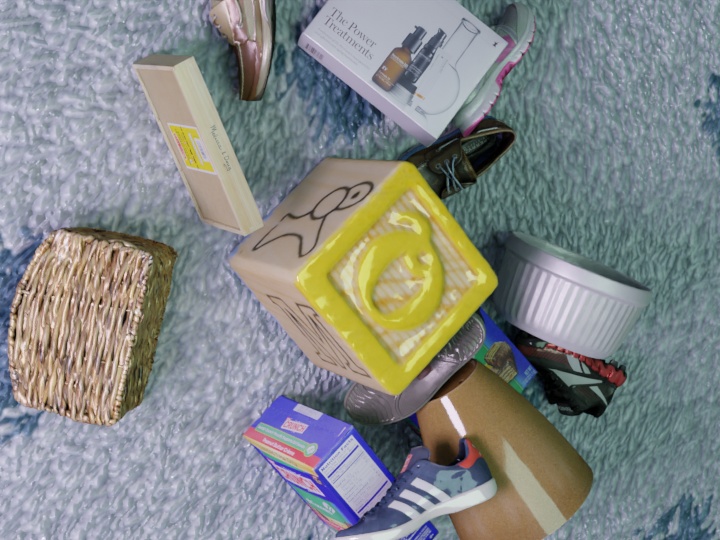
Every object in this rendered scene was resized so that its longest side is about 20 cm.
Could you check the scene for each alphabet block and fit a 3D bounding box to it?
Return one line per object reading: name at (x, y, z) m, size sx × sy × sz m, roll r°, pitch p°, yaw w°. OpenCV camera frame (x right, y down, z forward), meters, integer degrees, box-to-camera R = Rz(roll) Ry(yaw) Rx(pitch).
alphabet block at (0.000, 0.000, 1.461) m, size 0.195 × 0.200 × 0.196 m, roll -47°, pitch 114°, yaw -14°

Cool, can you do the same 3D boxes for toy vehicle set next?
toy vehicle set at (-0.178, -0.138, 1.380) m, size 0.026 × 0.124 × 0.201 m, roll -31°, pitch 114°, yaw -22°

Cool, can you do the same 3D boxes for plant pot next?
plant pot at (0.155, 0.215, 1.548) m, size 0.186 × 0.186 × 0.200 m, roll -38°, pitch 104°, yaw -19°

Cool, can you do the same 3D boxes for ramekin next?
ramekin at (0.266, 0.034, 1.645) m, size 0.200 × 0.200 × 0.105 m, roll 17°, pitch 100°, yaw -32°

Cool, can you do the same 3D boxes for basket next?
basket at (-0.298, 0.055, 1.385) m, size 0.142 × 0.149 × 0.201 m, roll 13°, pitch 94°, yaw 1°

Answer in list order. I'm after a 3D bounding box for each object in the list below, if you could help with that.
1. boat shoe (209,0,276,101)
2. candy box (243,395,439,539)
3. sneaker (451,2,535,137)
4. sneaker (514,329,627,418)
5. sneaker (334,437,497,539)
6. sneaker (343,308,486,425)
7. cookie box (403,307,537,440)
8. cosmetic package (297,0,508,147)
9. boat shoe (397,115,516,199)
boat shoe at (-0.131, -0.292, 1.416) m, size 0.074 × 0.076 × 0.201 m, roll 4°, pitch 109°, yaw -3°
candy box at (-0.024, 0.255, 1.526) m, size 0.077 × 0.169 × 0.200 m, roll -46°, pitch 118°, yaw -18°
sneaker at (0.149, -0.267, 1.574) m, size 0.088 × 0.081 × 0.200 m, roll 34°, pitch 64°, yaw -4°
sneaker at (0.282, 0.146, 1.744) m, size 0.200 × 0.071 × 0.098 m, roll 27°, pitch 83°, yaw -33°
sneaker at (0.053, 0.251, 1.439) m, size 0.199 × 0.075 × 0.085 m, roll -20°, pitch 85°, yaw -20°
sneaker at (0.071, 0.111, 1.529) m, size 0.200 × 0.106 × 0.075 m, roll -36°, pitch 94°, yaw 12°
cookie box at (0.107, 0.125, 1.633) m, size 0.171 × 0.075 × 0.200 m, roll -50°, pitch 119°, yaw -11°
cosmetic package at (0.050, -0.267, 1.490) m, size 0.200 × 0.052 × 0.151 m, roll 37°, pitch 77°, yaw -5°
boat shoe at (0.111, -0.133, 1.585) m, size 0.200 × 0.072 × 0.072 m, roll -40°, pitch 117°, yaw -18°
